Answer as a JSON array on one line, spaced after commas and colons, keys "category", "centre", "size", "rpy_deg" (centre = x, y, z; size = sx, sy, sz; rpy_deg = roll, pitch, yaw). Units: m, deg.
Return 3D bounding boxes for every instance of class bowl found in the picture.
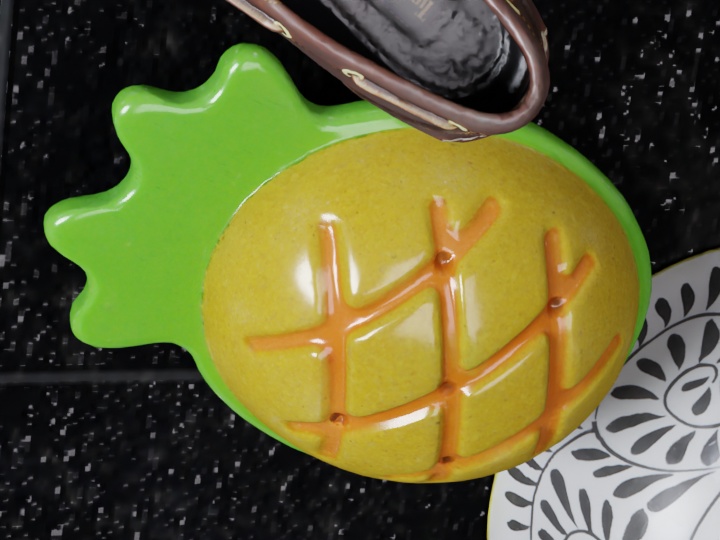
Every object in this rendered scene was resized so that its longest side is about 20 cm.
[{"category": "bowl", "centre": [0.153, 0.098, 1.019], "size": [0.200, 0.094, 0.201], "rpy_deg": [-7, 113, -16]}]

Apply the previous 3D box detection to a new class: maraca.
[{"category": "maraca", "centre": [0.000, 0.000, 0.914], "size": [0.200, 0.107, 0.137], "rpy_deg": [22, 113, -25]}]

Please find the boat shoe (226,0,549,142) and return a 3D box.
[{"category": "boat shoe", "centre": [-0.024, -0.110, 0.821], "size": [0.200, 0.070, 0.070], "rpy_deg": [36, 97, -12]}]
